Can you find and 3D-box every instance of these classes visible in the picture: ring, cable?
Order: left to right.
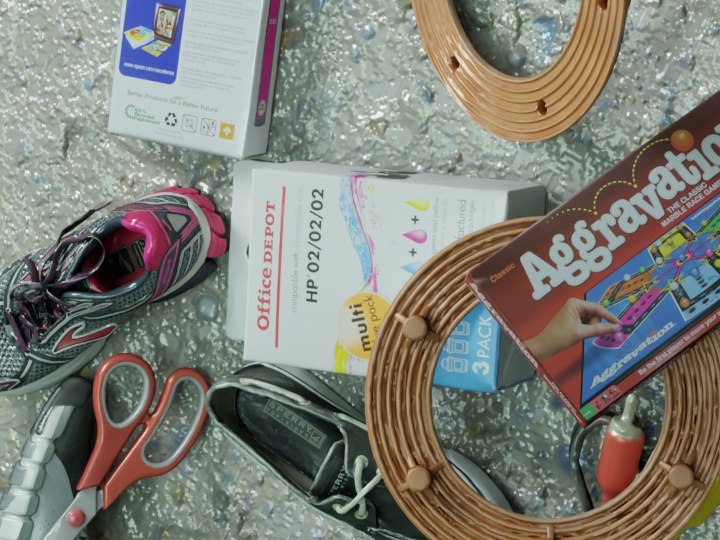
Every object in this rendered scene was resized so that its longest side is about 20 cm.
[{"bbox_3d":[0.087,-0.170,1.489,0.200,0.019,0.201,23,118,53],"label":"ring"},{"bbox_3d":[0.101,0.071,1.478,0.200,0.019,0.201,0,91,7],"label":"ring"},{"bbox_3d":[0.143,0.161,1.530,0.097,0.050,0.200,22,104,11],"label":"cable"}]

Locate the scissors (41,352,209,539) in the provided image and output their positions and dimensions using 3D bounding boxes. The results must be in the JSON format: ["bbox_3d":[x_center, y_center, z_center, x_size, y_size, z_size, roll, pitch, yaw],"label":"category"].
[{"bbox_3d":[-0.158,0.142,1.636,0.073,0.014,0.200,27,84,-15],"label":"scissors"}]

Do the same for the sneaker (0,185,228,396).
[{"bbox_3d":[-0.177,0.010,1.645,0.200,0.075,0.081,-35,82,25],"label":"sneaker"}]

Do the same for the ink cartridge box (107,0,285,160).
[{"bbox_3d":[-0.092,-0.171,1.607,0.095,0.037,0.201,12,104,23],"label":"ink cartridge box"}]

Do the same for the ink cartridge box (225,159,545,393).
[{"bbox_3d":[0.000,0.000,1.567,0.200,0.068,0.115,6,98,23],"label":"ink cartridge box"}]

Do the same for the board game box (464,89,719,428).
[{"bbox_3d":[0.165,-0.014,1.454,0.200,0.019,0.103,-36,76,-14],"label":"board game box"}]

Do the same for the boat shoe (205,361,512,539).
[{"bbox_3d":[-0.003,0.121,1.586,0.200,0.064,0.071,29,107,18],"label":"boat shoe"}]

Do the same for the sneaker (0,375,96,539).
[{"bbox_3d":[-0.172,0.172,1.677,0.115,0.075,0.200,22,91,-6],"label":"sneaker"}]
